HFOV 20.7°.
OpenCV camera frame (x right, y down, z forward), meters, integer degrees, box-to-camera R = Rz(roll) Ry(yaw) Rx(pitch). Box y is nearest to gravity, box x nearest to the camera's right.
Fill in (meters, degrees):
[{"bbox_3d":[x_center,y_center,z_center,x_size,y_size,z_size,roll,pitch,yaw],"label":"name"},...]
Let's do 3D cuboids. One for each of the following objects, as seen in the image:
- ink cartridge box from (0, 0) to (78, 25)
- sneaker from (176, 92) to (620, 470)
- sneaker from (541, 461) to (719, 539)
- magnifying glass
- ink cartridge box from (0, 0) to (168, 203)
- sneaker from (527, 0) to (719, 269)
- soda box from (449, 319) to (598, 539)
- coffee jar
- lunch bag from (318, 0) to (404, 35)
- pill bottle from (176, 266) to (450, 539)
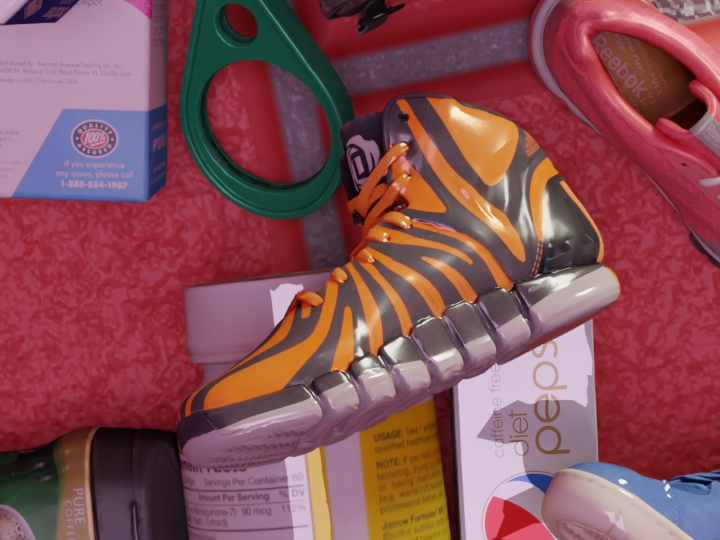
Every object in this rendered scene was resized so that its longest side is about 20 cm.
[{"bbox_3d":[-0.184,-0.180,0.761,0.044,0.094,0.200,-44,93,8],"label":"ink cartridge box"},{"bbox_3d":[0.000,0.000,0.779,0.199,0.078,0.113,-22,81,-29],"label":"sneaker"},{"bbox_3d":[0.164,0.093,0.838,0.199,0.077,0.112,30,77,-32],"label":"sneaker"},{"bbox_3d":[-0.052,-0.114,0.838,0.079,0.022,0.201,-1,120,25],"label":"magnifying glass"},{"bbox_3d":[-0.141,-0.134,0.847,0.114,0.068,0.201,2,98,2],"label":"ink cartridge box"},{"bbox_3d":[0.153,-0.048,0.845,0.200,0.087,0.074,38,98,-4],"label":"sneaker"},{"bbox_3d":[0.071,0.073,0.872,0.063,0.068,0.201,-3,98,1],"label":"soda box"},{"bbox_3d":[-0.171,0.127,0.874,0.199,0.085,0.105,-5,91,2],"label":"coffee jar"},{"bbox_3d":[0.014,-0.215,0.799,0.167,0.139,0.201,-22,99,32],"label":"lunch bag"},{"bbox_3d":[-0.019,0.101,0.850,0.113,0.114,0.201,-6,91,2],"label":"pill bottle"}]
